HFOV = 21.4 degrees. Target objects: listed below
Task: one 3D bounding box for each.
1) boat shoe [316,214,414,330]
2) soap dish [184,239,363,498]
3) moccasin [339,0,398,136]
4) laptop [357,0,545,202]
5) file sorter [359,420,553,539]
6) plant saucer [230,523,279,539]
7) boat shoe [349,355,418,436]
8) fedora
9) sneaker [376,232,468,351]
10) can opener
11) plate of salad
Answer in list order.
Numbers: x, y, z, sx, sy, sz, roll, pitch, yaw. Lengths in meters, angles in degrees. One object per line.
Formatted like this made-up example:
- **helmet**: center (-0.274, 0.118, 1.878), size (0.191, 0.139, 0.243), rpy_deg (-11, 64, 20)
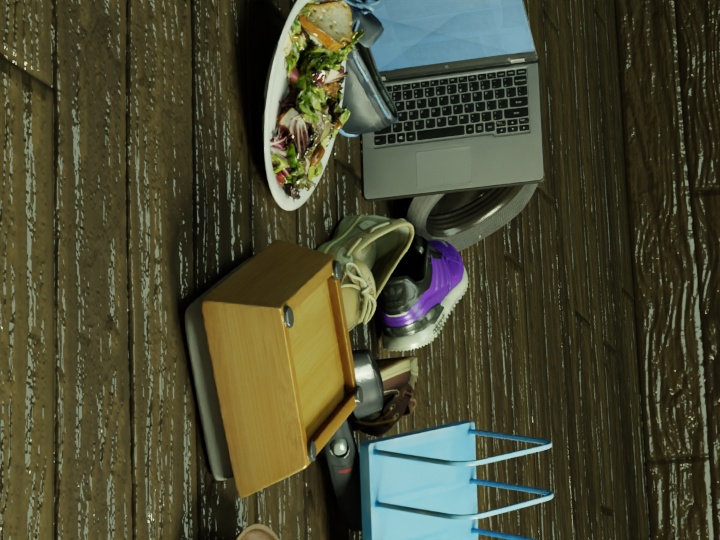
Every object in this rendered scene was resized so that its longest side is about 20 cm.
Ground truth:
- **boat shoe**: center (0.001, 0.002, 1.776), size (0.201, 0.063, 0.073), rpy_deg (-58, 140, -64)
- **soap dish**: center (-0.064, 0.072, 1.508), size (0.200, 0.081, 0.158), rpy_deg (-45, 127, -70)
- **moccasin**: center (-0.007, -0.227, 1.816), size (0.081, 0.068, 0.200), rpy_deg (-72, 151, -54)
- **laptop**: center (0.074, -0.186, 1.867), size (0.116, 0.187, 0.201), rpy_deg (34, 52, -68)
- **file sorter**: center (0.092, 0.245, 1.673), size (0.139, 0.123, 0.201), rpy_deg (-7, 97, -45)
- **plant saucer**: center (-0.088, 0.292, 1.435), size (0.200, 0.037, 0.201), rpy_deg (-5, 90, -73)
- **boat shoe**: center (0.017, 0.120, 1.789), size (0.200, 0.072, 0.072), rpy_deg (5, 79, -79)
- **fedora**: center (0.107, -0.108, 2.068), size (0.090, 0.177, 0.200), rpy_deg (57, -2, 21)
- **sneaker**: center (0.060, -0.004, 1.967), size (0.200, 0.069, 0.100), rpy_deg (-64, 143, -61)
- **can opener**: center (-0.014, 0.157, 1.685), size (0.063, 0.078, 0.200), rpy_deg (-87, 172, -53)
- **plate of salad**: center (-0.038, -0.150, 1.665), size (0.200, 0.048, 0.201), rpy_deg (10, 90, -74)
